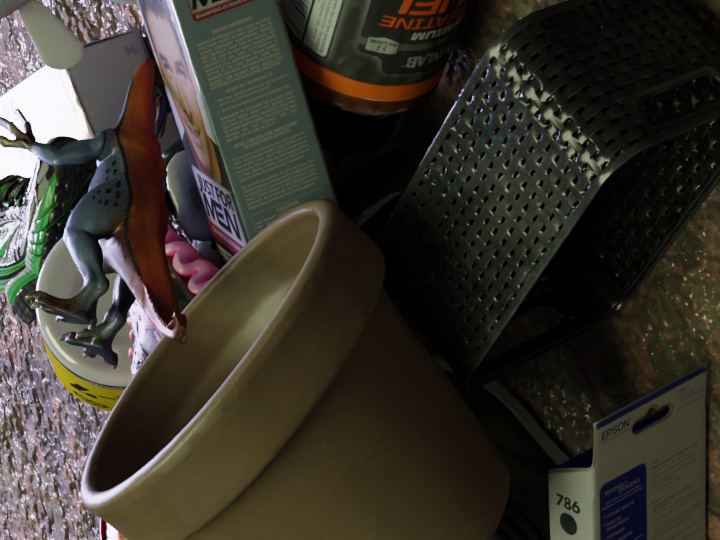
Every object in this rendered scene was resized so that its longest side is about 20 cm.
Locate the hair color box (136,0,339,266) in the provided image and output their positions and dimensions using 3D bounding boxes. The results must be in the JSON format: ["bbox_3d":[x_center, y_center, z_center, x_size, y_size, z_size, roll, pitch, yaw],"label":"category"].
[{"bbox_3d":[-0.068,-0.088,1.119,0.099,0.060,0.201,-146,38,-66],"label":"hair color box"}]

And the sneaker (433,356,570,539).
[{"bbox_3d":[0.064,0.129,1.188,0.200,0.099,0.071,42,137,30],"label":"sneaker"}]

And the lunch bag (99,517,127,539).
[{"bbox_3d":[-0.066,0.108,1.199,0.082,0.199,0.177,53,-166,-32],"label":"lunch bag"}]

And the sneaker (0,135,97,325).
[{"bbox_3d":[-0.232,-0.035,1.360,0.085,0.078,0.200,41,145,2],"label":"sneaker"}]

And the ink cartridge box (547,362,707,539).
[{"bbox_3d":[0.151,0.152,1.096,0.039,0.099,0.202,21,122,44],"label":"ink cartridge box"}]

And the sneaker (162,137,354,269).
[{"bbox_3d":[-0.091,-0.047,1.262,0.199,0.129,0.080,-37,77,51],"label":"sneaker"}]

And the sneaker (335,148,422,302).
[{"bbox_3d":[0.000,0.000,1.245,0.087,0.076,0.200,39,134,-11],"label":"sneaker"}]

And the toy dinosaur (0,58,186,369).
[{"bbox_3d":[-0.123,-0.040,1.119,0.199,0.183,0.105,9,157,33],"label":"toy dinosaur"}]

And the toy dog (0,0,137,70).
[{"bbox_3d":[-0.177,-0.198,1.272,0.096,0.198,0.133,172,104,-68],"label":"toy dog"}]

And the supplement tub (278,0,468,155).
[{"bbox_3d":[0.011,-0.163,1.107,0.107,0.107,0.201,44,137,27],"label":"supplement tub"}]

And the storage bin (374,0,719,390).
[{"bbox_3d":[0.106,-0.045,1.025,0.094,0.135,0.200,51,139,20],"label":"storage bin"}]

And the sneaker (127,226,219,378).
[{"bbox_3d":[-0.117,0.033,1.185,0.200,0.096,0.079,41,179,43],"label":"sneaker"}]

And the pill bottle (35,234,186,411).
[{"bbox_3d":[-0.164,0.037,1.353,0.115,0.114,0.200,62,169,8],"label":"pill bottle"}]

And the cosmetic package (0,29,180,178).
[{"bbox_3d":[-0.218,-0.092,1.438,0.200,0.071,0.106,-25,89,52],"label":"cosmetic package"}]

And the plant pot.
[{"bbox_3d":[-0.019,0.092,1.025,0.174,0.201,0.200,39,144,-15],"label":"plant pot"}]
